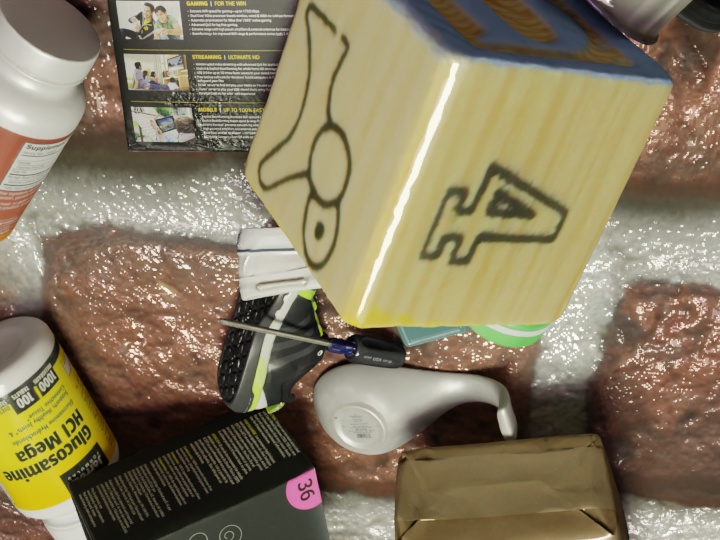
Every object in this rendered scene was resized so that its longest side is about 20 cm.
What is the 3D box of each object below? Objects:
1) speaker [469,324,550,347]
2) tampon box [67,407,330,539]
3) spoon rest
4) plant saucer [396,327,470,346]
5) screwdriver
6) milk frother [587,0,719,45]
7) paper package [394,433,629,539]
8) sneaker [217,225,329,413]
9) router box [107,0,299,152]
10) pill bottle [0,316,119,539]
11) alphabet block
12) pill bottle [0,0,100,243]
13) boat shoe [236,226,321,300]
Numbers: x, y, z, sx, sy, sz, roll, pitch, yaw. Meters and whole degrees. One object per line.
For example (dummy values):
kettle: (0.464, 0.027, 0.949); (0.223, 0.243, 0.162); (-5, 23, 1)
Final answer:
speaker: (0.142, -0.038, 1.065); (0.087, 0.089, 0.202); (16, 124, -3)
tampon box: (-0.139, 0.240, 1.212); (0.198, 0.126, 0.152); (-22, 125, -17)
spoon rest: (0.049, 0.124, 1.211); (0.197, 0.061, 0.100); (-2, 123, 26)
plant saucer: (0.033, -0.019, 1.134); (0.069, 0.019, 0.202); (-15, 121, 17)
screwdriver: (-0.041, 0.061, 1.138); (0.198, 0.028, 0.029); (11, 145, -35)
milk frother: (0.244, -0.215, 0.867); (0.180, 0.201, 0.188); (34, 122, -19)
paper package: (0.142, 0.238, 1.195); (0.188, 0.105, 0.201); (-7, 145, 13)
sneaker: (-0.063, 0.042, 1.173); (0.082, 0.072, 0.202); (4, 128, -30)
router box: (-0.088, -0.167, 1.033); (0.197, 0.051, 0.151); (2, 122, 7)
pill bottle: (-0.292, 0.152, 1.235); (0.111, 0.113, 0.202); (-15, 120, 17)
alphabet block: (0.059, -0.097, 0.927); (0.194, 0.196, 0.202); (1, 126, -32)
pill bottle: (-0.286, -0.119, 1.057); (0.111, 0.113, 0.200); (32, 122, -13)
boat shoe: (0.000, 0.000, 1.063); (0.197, 0.074, 0.066); (1, 89, 10)
